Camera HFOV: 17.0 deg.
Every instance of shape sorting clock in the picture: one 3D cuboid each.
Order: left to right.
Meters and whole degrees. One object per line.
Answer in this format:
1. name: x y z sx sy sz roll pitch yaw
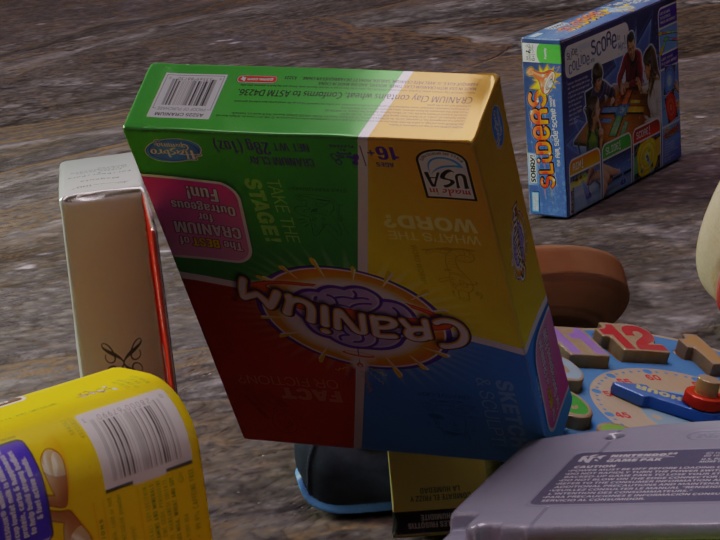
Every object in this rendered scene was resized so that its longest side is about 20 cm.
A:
1. shape sorting clock: 0.159 0.069 1.134 0.198 0.040 0.200 10 16 -3

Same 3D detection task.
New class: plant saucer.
1. plant saucer: 0.047 0.040 1.276 0.199 0.033 0.200 -13 -18 -4

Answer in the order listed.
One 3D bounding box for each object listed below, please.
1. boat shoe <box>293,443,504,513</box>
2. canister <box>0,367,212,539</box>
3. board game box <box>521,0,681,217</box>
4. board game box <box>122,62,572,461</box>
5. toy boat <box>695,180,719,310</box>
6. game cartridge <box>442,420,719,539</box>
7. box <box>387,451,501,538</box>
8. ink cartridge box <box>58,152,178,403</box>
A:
1. boat shoe: 0.065 0.076 1.209 0.198 0.069 0.084 -9 14 -8
2. canister: -0.156 0.130 0.948 0.199 0.150 0.086 -16 16 -40
3. board game box: 0.188 -0.131 1.849 0.034 0.136 0.200 6 18 32
4. board game box: 0.000 0.000 1.023 0.152 0.201 0.040 3 48 20
5. toy boat: 0.298 -0.020 1.429 0.199 0.131 0.131 -16 45 -32
6. game cartridge: 0.144 0.094 0.963 0.199 0.041 0.133 -4 17 25
7. box: 0.035 0.023 1.143 0.050 0.202 0.075 -4 -1 9
8. ink cartridge box: -0.102 0.061 1.076 0.043 0.202 0.174 -7 13 -5
